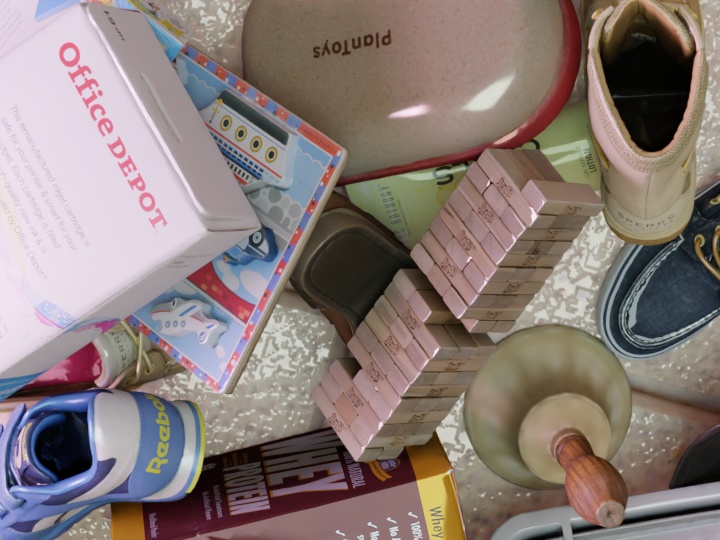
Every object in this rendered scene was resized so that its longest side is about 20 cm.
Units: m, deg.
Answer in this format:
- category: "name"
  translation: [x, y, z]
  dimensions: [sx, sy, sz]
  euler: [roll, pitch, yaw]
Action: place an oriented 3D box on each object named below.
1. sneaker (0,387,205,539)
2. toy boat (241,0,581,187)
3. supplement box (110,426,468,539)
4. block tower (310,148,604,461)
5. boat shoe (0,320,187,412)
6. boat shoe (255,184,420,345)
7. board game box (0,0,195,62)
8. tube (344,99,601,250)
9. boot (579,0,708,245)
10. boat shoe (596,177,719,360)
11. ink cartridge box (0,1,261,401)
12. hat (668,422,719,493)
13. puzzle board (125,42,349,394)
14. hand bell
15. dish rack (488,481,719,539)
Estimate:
- category: "sneaker"
  translation: [-0.181, 0.110, 1.640]
  dimensions: [0.200, 0.082, 0.074]
  euler: [-23, 65, 37]
- category: "toy boat"
  translation: [0.037, -0.113, 1.628]
  dimensions: [0.199, 0.131, 0.131]
  euler: [-10, 75, 31]
- category: "supplement box"
  translation: [-0.029, 0.210, 1.691]
  dimensions: [0.199, 0.133, 0.198]
  euler: [-13, 105, -2]
- category: "block tower"
  translation: [0.052, 0.017, 1.598]
  dimensions: [0.054, 0.058, 0.200]
  euler: [0, 135, -48]
- category: "boat shoe"
  translation: [-0.150, 0.044, 1.670]
  dimensions: [0.199, 0.069, 0.074]
  euler: [-17, 105, -1]
- category: "boat shoe"
  translation: [0.000, 0.000, 1.646]
  dimensions: [0.072, 0.068, 0.200]
  euler: [-42, 148, -4]
- category: "board game box"
  translation: [-0.206, -0.100, 1.617]
  dimensions: [0.134, 0.034, 0.200]
  euler: [39, 110, -6]
- category: "tube"
  translation: [0.093, -0.057, 1.682]
  dimensions: [0.199, 0.052, 0.058]
  euler: [-19, 71, 2]
- category: "boot"
  translation: [0.156, -0.131, 1.585]
  dimensions: [0.072, 0.156, 0.201]
  euler: [0, 73, 6]
- category: "boat shoe"
  translation: [0.222, -0.016, 1.682]
  dimensions: [0.200, 0.091, 0.071]
  euler: [-43, 104, 6]
- category: "ink cartridge box"
  translation: [-0.175, -0.032, 1.550]
  dimensions: [0.200, 0.085, 0.145]
  euler: [-33, 80, 19]
- category: "hat"
  translation: [0.271, 0.079, 1.705]
  dimensions: [0.200, 0.201, 0.081]
  euler: [-7, 63, -4]
- category: "puzzle board"
  translation: [-0.105, -0.043, 1.604]
  dimensions: [0.017, 0.200, 0.151]
  euler: [14, 106, -49]
- category: "hand bell"
  translation: [0.123, 0.109, 1.647]
  dimensions: [0.104, 0.200, 0.105]
  euler: [-1, 105, -5]
- category: "dish rack"
  translation: [0.179, 0.215, 1.665]
  dimensions: [0.199, 0.044, 0.172]
  euler: [-10, 65, 2]
